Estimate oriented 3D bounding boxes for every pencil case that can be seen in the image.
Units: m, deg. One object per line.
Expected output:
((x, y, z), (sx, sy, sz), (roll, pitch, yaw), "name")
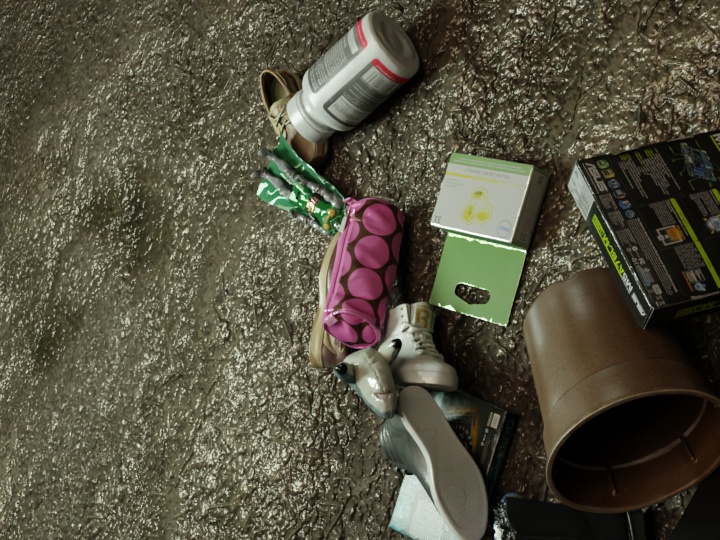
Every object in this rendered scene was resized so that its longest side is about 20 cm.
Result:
((0.000, 0.000, 1.540), (0.090, 0.093, 0.203), (-21, 48, 42), "pencil case")

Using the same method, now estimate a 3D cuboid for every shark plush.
((0.001, 0.149, 1.436), (0.084, 0.090, 0.200), (67, 158, 0), "shark plush")

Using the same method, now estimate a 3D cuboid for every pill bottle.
((-0.016, -0.279, 1.656), (0.199, 0.110, 0.112), (-37, 55, 30), "pill bottle")

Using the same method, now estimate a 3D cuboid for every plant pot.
((0.268, 0.118, 1.200), (0.200, 0.199, 0.200), (-43, 38, 26), "plant pot")

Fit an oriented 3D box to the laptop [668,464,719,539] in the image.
((0.408, 0.326, 1.132), (0.186, 0.115, 0.203), (18, 119, 46), "laptop")

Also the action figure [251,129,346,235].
((-0.082, -0.112, 1.692), (0.199, 0.054, 0.119), (38, 125, 26), "action figure")

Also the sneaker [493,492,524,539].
((0.220, 0.345, 1.278), (0.084, 0.077, 0.203), (-29, 66, 23), "sneaker")

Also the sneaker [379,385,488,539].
((0.090, 0.250, 1.393), (0.202, 0.070, 0.099), (63, 152, 16), "sneaker")

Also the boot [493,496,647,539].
((0.226, 0.339, 1.190), (0.165, 0.077, 0.203), (-1, 59, -1), "boot")

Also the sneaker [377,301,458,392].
((0.073, 0.096, 1.456), (0.199, 0.073, 0.118), (-3, 73, 65), "sneaker")

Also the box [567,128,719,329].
((0.346, -0.049, 1.191), (0.048, 0.190, 0.202), (100, 154, -55), "box")

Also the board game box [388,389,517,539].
((0.116, 0.257, 1.425), (0.134, 0.028, 0.203), (18, 91, 48), "board game box")

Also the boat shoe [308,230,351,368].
((-0.021, 0.044, 1.606), (0.071, 0.072, 0.203), (5, 74, 21), "boat shoe")

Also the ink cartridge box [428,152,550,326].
((0.155, -0.044, 1.465), (0.144, 0.048, 0.203), (15, 87, 45), "ink cartridge box")

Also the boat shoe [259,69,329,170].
((-0.113, -0.240, 1.766), (0.076, 0.073, 0.202), (-45, 51, 26), "boat shoe")
